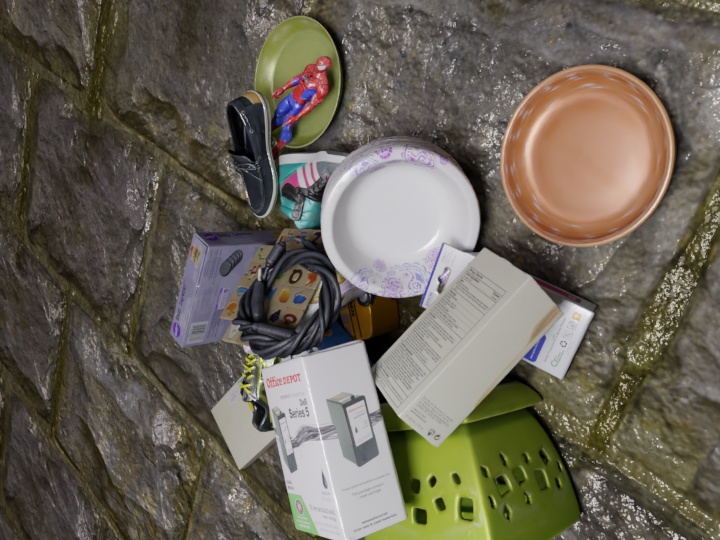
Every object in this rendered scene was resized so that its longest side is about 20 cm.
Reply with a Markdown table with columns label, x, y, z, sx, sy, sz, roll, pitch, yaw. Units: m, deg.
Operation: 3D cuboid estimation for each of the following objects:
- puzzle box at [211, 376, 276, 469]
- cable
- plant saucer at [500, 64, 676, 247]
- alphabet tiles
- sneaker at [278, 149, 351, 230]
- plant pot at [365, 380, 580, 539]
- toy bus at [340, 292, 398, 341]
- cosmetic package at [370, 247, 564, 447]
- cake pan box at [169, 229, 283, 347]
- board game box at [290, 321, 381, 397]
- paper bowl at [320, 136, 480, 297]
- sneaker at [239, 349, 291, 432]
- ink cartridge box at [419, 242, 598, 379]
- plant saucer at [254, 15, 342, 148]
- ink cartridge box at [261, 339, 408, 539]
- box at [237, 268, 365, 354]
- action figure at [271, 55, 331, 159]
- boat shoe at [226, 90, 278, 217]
| label | x | y | z | sx | sy | sz | roll | pitch | yaw |
| --- | --- | --- | --- | --- | --- | --- | --- | --- | --- |
| puzzle box | -0.201 | 0.270 | 1.222 | 0.200 | 0.025 | 0.133 | -46 | 65 | 36 |
| cable | -0.100 | 0.040 | 0.870 | 0.163 | 0.051 | 0.200 | -44 | 40 | 1 |
| plant saucer | 0.254 | -0.127 | 0.740 | 0.200 | 0.037 | 0.201 | 7 | 101 | 41 |
| alphabet tiles | -0.123 | 0.022 | 0.950 | 0.166 | 0.006 | 0.200 | 5 | 59 | 42 |
| sneaker | -0.060 | -0.119 | 0.995 | 0.200 | 0.083 | 0.121 | 7 | 96 | 50 |
| plant pot | 0.125 | 0.240 | 0.810 | 0.199 | 0.200 | 0.182 | -19 | 76 | 42 |
| toy bus | 0.000 | 0.000 | 0.973 | 0.078 | 0.065 | 0.201 | -17 | 85 | 44 |
| cosmetic package | 0.112 | 0.081 | 0.721 | 0.200 | 0.071 | 0.105 | -46 | 27 | 3 |
| cake pan box | -0.209 | 0.031 | 1.089 | 0.052 | 0.184 | 0.200 | 39 | 121 | 37 |
| board game box | -0.059 | 0.164 | 1.013 | 0.200 | 0.056 | 0.196 | 47 | 145 | 27 |
| paper bowl | 0.048 | -0.074 | 0.851 | 0.104 | 0.200 | 0.201 | -95 | 23 | -64 |
| sneaker | -0.151 | 0.161 | 1.013 | 0.074 | 0.084 | 0.201 | -2 | 109 | 56 |
| ink cartridge box | 0.178 | 0.044 | 0.807 | 0.200 | 0.037 | 0.095 | 26 | 115 | 20 |
| plant saucer | -0.094 | -0.296 | 1.039 | 0.200 | 0.031 | 0.201 | 9 | 103 | 42 |
| ink cartridge box | -0.036 | 0.193 | 0.757 | 0.145 | 0.084 | 0.201 | -28 | 75 | 60 |
| box | -0.082 | 0.056 | 0.930 | 0.200 | 0.039 | 0.042 | -31 | 64 | 16 |
| action figure | -0.104 | -0.253 | 1.004 | 0.200 | 0.052 | 0.066 | -42 | 64 | 36 |
| boat shoe | -0.173 | -0.175 | 1.018 | 0.075 | 0.062 | 0.201 | 23 | 126 | 39 |
